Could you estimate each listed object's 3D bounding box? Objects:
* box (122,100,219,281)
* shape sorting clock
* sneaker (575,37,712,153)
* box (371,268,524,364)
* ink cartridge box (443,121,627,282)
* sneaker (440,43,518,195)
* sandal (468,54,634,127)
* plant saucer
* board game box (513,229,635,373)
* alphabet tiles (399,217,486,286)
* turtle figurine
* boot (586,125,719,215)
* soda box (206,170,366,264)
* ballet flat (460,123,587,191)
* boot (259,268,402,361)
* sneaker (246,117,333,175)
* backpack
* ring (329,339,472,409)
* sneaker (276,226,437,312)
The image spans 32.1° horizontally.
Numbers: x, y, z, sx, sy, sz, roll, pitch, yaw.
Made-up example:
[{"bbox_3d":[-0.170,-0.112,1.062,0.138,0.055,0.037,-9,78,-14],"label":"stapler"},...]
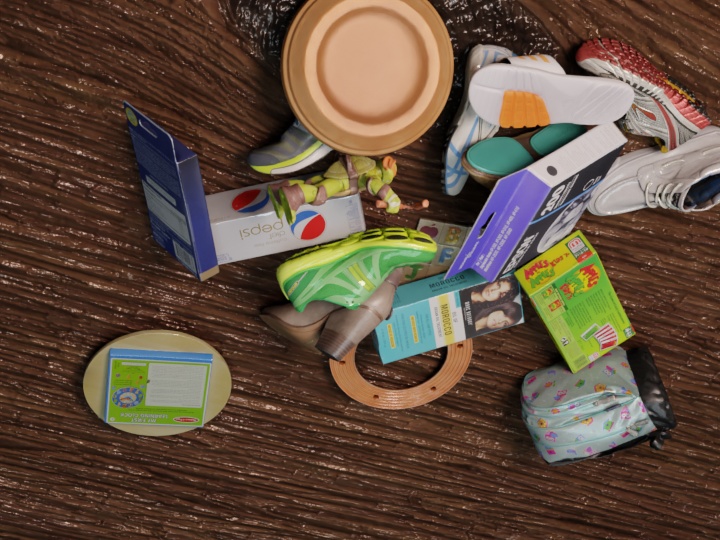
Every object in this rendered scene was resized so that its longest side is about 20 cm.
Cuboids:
[{"bbox_3d":[-0.222,-0.098,1.467,0.032,0.121,0.201,-28,132,-25],"label":"box"},{"bbox_3d":[-0.274,0.153,1.694,0.198,0.039,0.201,-5,128,-6],"label":"shape sorting clock"},{"bbox_3d":[0.328,-0.203,1.488,0.199,0.078,0.082,30,119,-26],"label":"sneaker"},{"bbox_3d":[0.110,0.051,1.634,0.198,0.049,0.083,-16,123,-6],"label":"box"},{"bbox_3d":[0.208,-0.070,1.493,0.199,0.043,0.199,-28,158,-32],"label":"ink cartridge box"},{"bbox_3d":[0.140,-0.172,1.487,0.072,0.072,0.201,15,124,-2],"label":"sneaker"},{"bbox_3d":[0.211,-0.207,1.427,0.205,0.060,0.080,3,133,-21],"label":"sandal"},{"bbox_3d":[0.010,-0.229,1.396,0.198,0.037,0.202,-1,97,-11],"label":"plant saucer"},{"bbox_3d":[0.284,0.045,1.647,0.101,0.048,0.200,-34,137,3],"label":"board game box"},{"bbox_3d":[0.099,0.019,1.665,0.165,0.006,0.201,9,125,-13],"label":"alphabet tiles"},{"bbox_3d":[-0.017,-0.099,1.431,0.160,0.200,0.065,-18,119,-17],"label":"turtle figurine"},{"bbox_3d":[0.378,-0.106,1.554,0.199,0.096,0.074,-27,125,12],"label":"boot"},{"bbox_3d":[-0.097,-0.067,1.537,0.198,0.068,0.064,-11,128,0],"label":"soda box"},{"bbox_3d":[0.190,-0.129,1.496,0.199,0.068,0.073,-25,156,-36],"label":"ballet flat"},{"bbox_3d":[-0.032,0.033,1.603,0.070,0.199,0.147,43,76,-40],"label":"boot"},{"bbox_3d":[-0.051,-0.179,1.470,0.199,0.074,0.081,-26,106,13],"label":"sneaker"},{"bbox_3d":[0.324,0.186,1.740,0.198,0.167,0.127,-20,107,11],"label":"backpack"},{"bbox_3d":[0.055,0.111,1.713,0.198,0.019,0.202,-4,126,-5],"label":"ring"},{"bbox_3d":[0.000,0.000,1.505,0.198,0.074,0.084,-14,104,13],"label":"sneaker"}]
